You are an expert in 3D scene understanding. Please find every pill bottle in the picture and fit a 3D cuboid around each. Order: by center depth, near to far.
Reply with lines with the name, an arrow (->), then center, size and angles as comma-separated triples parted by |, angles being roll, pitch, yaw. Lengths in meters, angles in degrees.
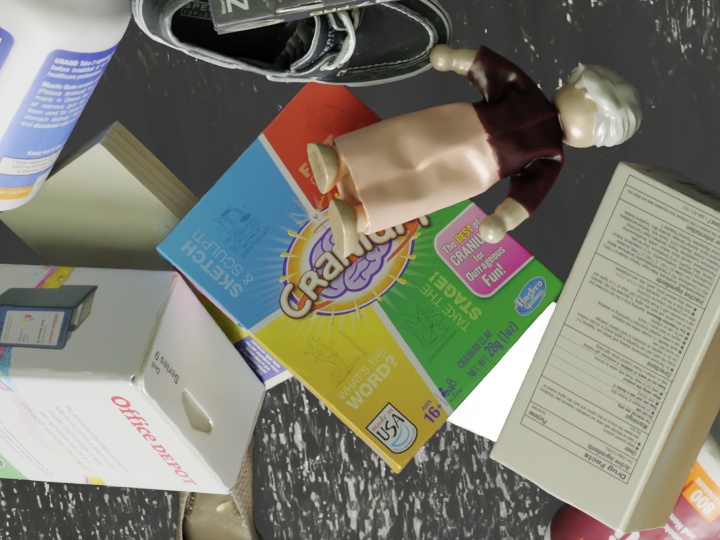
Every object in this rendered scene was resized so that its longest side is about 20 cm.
pill bottle -> -0.206, -0.143, 1.641 | 0.112, 0.112, 0.200 | 30, 120, -5
pill bottle -> 0.189, 0.170, 1.733 | 0.114, 0.114, 0.200 | 37, 120, -10

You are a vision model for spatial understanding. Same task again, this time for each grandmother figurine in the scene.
grandmother figurine -> 0.072, -0.078, 1.613 | 0.200, 0.061, 0.121 | -16, 93, -10

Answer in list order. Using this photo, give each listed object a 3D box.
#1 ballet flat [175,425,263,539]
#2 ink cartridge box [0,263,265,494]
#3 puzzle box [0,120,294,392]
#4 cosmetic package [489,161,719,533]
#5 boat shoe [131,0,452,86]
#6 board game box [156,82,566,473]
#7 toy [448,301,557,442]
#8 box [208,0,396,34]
ballet flat -> -0.095, 0.171, 1.820 | 0.067, 0.046, 0.200 | 10, 133, 7
ink cartridge box -> -0.181, 0.069, 1.718 | 0.200, 0.088, 0.145 | 3, 149, 29
puzzle box -> -0.123, 0.003, 1.731 | 0.200, 0.025, 0.133 | 45, 140, -14
cosmetic package -> 0.169, 0.046, 1.630 | 0.105, 0.071, 0.200 | 30, 103, 27
boat shoe -> -0.031, -0.142, 1.585 | 0.200, 0.068, 0.072 | 8, 107, -26
board game box -> 0.000, 0.000, 1.647 | 0.200, 0.040, 0.153 | 41, 84, 5
toy -> 0.034, 0.021, 1.722 | 0.200, 0.047, 0.115 | 23, 125, 4
box -> -0.022, -0.244, 1.510 | 0.161, 0.049, 0.200 | -12, 90, -3
